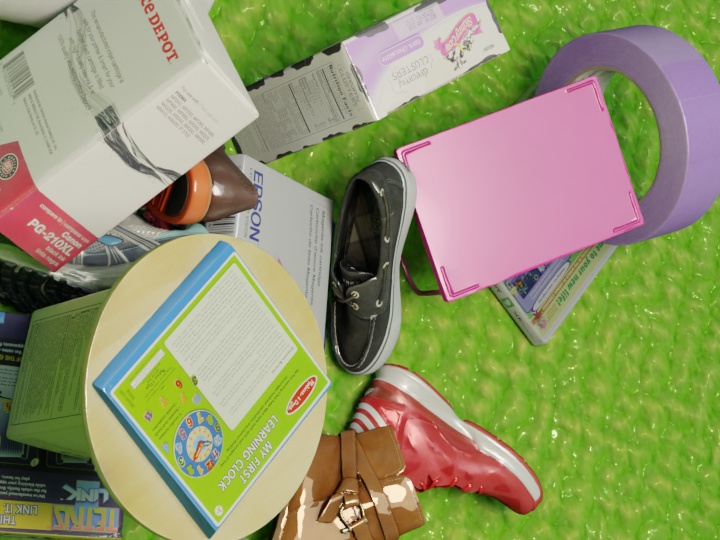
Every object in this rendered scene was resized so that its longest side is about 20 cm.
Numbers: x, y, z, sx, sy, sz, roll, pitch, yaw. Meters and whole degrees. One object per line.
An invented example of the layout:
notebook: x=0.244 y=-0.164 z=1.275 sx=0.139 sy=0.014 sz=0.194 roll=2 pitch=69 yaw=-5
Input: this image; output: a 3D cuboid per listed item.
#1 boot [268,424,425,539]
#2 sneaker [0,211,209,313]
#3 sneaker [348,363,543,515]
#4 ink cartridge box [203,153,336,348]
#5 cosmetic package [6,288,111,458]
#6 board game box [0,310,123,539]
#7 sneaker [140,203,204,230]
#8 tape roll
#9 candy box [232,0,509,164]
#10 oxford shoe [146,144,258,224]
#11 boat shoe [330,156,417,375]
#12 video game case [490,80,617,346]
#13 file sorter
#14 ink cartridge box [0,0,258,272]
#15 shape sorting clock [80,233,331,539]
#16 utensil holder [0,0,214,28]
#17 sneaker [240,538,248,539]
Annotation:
boot: x=-0.020 y=0.234 z=1.369 sx=0.154 sy=0.077 sz=0.202 roll=-13 pitch=75 yaw=-15
sneaker: x=-0.208 y=-0.010 z=1.279 sx=0.198 sy=0.078 sz=0.087 roll=9 pitch=60 yaw=-3
sneaker: x=0.065 y=0.185 z=1.474 sx=0.199 sy=0.078 sz=0.116 roll=38 pitch=69 yaw=-10
ink cartridge box: x=-0.065 y=0.025 z=1.371 sx=0.199 sy=0.043 sz=0.199 roll=23 pitch=67 yaw=-56
cosmetic package: x=-0.171 y=0.072 z=1.165 sx=0.073 sy=0.199 sz=0.105 roll=20 pitch=71 yaw=-33
board game box: x=-0.273 y=0.116 z=1.242 sx=0.198 sy=0.056 sz=0.167 roll=11 pitch=77 yaw=-34
sneaker: x=-0.142 y=-0.051 z=1.363 sx=0.074 sy=0.080 sz=0.203 roll=5 pitch=82 yaw=-57
tape roll: x=0.253 y=-0.128 z=1.554 sx=0.065 sy=0.199 sz=0.202 roll=-14 pitch=89 yaw=-37
candy box: x=0.000 y=-0.166 z=1.404 sx=0.167 sy=0.199 sz=0.072 roll=-30 pitch=99 yaw=-36
oxford shoe: x=-0.152 y=-0.085 z=1.296 sx=0.072 sy=0.200 sz=0.072 roll=2 pitch=115 yaw=-36
boat shoe: x=0.000 y=0.000 z=1.413 sx=0.056 sy=0.068 sz=0.202 roll=-20 pitch=125 yaw=-52
video game case: x=0.176 y=-0.058 z=1.622 sx=0.183 sy=0.022 sz=0.200 roll=52 pitch=56 yaw=-16
file sorter: x=0.126 y=-0.072 z=1.488 sx=0.198 sy=0.125 sz=0.140 roll=-21 pitch=95 yaw=-15
ink cartridge box: x=-0.191 y=-0.121 z=1.215 sx=0.084 sy=0.199 sz=0.145 roll=44 pitch=14 yaw=-49
shape sorting clock: x=-0.099 y=0.077 z=1.068 sx=0.199 sy=0.039 sz=0.202 roll=6 pitch=80 yaw=-40
utensil holder: x=-0.226 y=-0.269 z=1.283 sx=0.198 sy=0.169 sz=0.172 roll=7 pitch=77 yaw=-37
sneaker: x=-0.162 y=0.293 z=1.284 sx=0.199 sy=0.073 sz=0.117 roll=-21 pitch=95 yaw=-27
